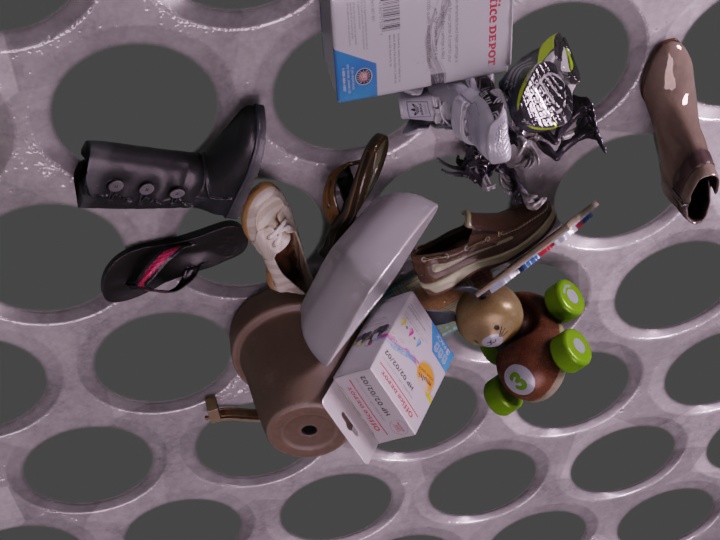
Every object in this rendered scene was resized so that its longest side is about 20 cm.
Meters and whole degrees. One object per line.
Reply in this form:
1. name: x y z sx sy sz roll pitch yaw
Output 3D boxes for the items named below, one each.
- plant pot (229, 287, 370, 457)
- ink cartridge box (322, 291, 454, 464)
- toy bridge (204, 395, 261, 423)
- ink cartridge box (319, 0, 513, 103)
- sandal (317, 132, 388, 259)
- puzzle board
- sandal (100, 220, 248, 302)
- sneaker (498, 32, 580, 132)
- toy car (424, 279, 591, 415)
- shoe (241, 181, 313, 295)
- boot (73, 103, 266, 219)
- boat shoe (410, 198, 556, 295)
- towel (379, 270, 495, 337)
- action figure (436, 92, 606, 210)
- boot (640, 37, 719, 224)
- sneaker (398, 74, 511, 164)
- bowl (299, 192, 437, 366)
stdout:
1. plant pot: -0.075 0.144 1.792 0.197 0.176 0.202 -3 136 -3
2. ink cartridge box: 0.038 0.138 1.749 0.067 0.201 0.116 -18 117 37
3. toy bridge: -0.127 0.188 1.950 0.197 0.027 0.068 -14 140 -4
4. ink cartridge box: 0.059 -0.277 1.464 0.197 0.084 0.146 -11 137 -7
5. sandal: -0.021 -0.092 1.662 0.054 0.082 0.201 30 140 1
6. puzzle board: 0.232 -0.027 1.752 0.150 0.017 0.200 -39 176 22
7. sandal: -0.233 -0.005 1.689 0.197 0.045 0.075 -21 139 3
8. sneaker: 0.194 -0.199 1.532 0.080 0.200 0.074 -26 104 28
9. toy car: 0.181 0.079 1.825 0.198 0.160 0.164 25 136 -30
10. shoe: -0.097 -0.036 1.679 0.070 0.053 0.201 -48 150 -21
11. boot: -0.218 -0.131 1.551 0.197 0.066 0.166 7 132 -19
12. boat shoe: 0.157 -0.045 1.764 0.201 0.075 0.075 -31 117 3
13. towel: 0.096 0.051 1.882 0.198 0.022 0.147 -29 138 12
14. action figure: 0.198 -0.140 1.651 0.198 0.103 0.119 -23 150 5
15. boot: 0.398 -0.162 1.659 0.069 0.148 0.201 -15 139 1
16. sneaker: 0.102 -0.173 1.515 0.113 0.201 0.076 -10 124 1
17. bowl: 0.000 0.000 1.688 0.074 0.200 0.201 35 138 6
